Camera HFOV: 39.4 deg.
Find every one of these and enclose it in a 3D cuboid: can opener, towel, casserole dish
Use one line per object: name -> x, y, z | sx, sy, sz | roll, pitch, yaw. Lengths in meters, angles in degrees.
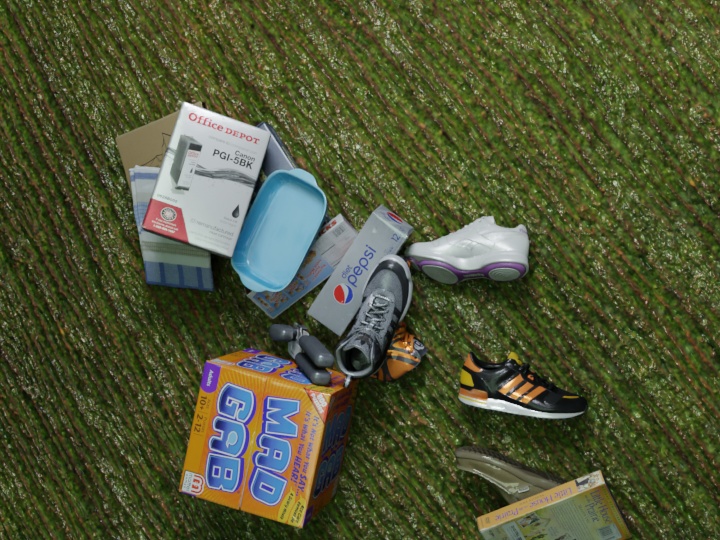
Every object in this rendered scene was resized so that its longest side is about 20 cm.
can opener -> -0.097, 0.124, 1.549 | 0.066, 0.200, 0.054 | 10, 98, -18
towel -> -0.304, -0.069, 1.634 | 0.145, 0.024, 0.203 | 5, 110, 28
casserole dish -> -0.122, -0.060, 1.567 | 0.120, 0.039, 0.202 | 28, 94, 21

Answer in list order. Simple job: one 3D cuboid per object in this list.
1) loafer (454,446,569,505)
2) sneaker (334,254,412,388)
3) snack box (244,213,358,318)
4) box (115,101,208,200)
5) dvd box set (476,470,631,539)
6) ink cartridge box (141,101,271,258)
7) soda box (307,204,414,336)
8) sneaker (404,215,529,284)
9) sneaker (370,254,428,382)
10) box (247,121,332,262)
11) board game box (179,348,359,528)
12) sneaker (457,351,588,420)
loafer -> 0.231, 0.326, 1.532 | 0.198, 0.076, 0.068 | 20, 91, 11
sneaker -> 0.019, 0.080, 1.485 | 0.075, 0.114, 0.202 | 21, 107, 8
snack box -> -0.087, -0.005, 1.607 | 0.199, 0.072, 0.024 | -37, 39, 10
box -> -0.305, -0.167, 1.635 | 0.198, 0.021, 0.166 | -14, 94, 34
dvd box set -> 0.289, 0.383, 1.500 | 0.198, 0.030, 0.147 | -25, 127, 12
ink cartridge box -> -0.234, -0.136, 1.529 | 0.145, 0.083, 0.202 | 18, 86, -10
soda box -> 0.000, 0.000, 1.567 | 0.068, 0.063, 0.201 | 34, 109, 3
sneaker -> 0.167, -0.033, 1.558 | 0.197, 0.075, 0.101 | 2, 61, 20
sneaker -> 0.063, 0.082, 1.575 | 0.111, 0.078, 0.202 | 24, 108, 7
box -> -0.159, -0.113, 1.630 | 0.157, 0.051, 0.201 | -34, 83, 10
board game box -> -0.135, 0.249, 1.550 | 0.197, 0.200, 0.203 | 13, 94, 12
sneaker -> 0.248, 0.172, 1.530 | 0.197, 0.070, 0.091 | 6, 95, 15
